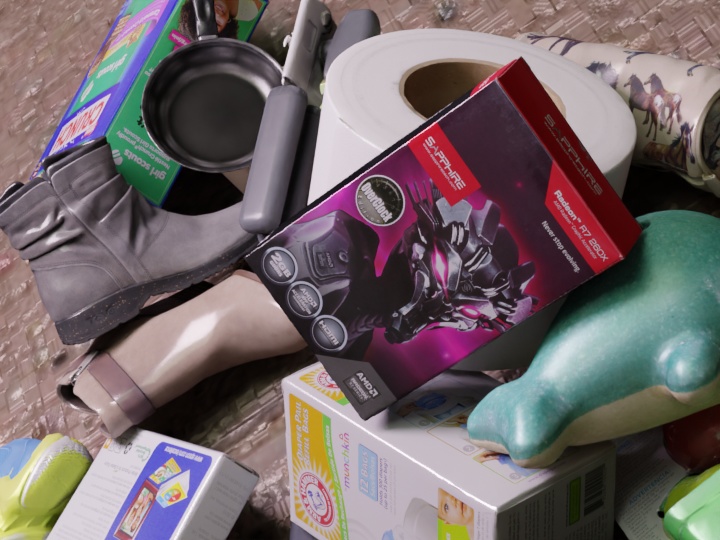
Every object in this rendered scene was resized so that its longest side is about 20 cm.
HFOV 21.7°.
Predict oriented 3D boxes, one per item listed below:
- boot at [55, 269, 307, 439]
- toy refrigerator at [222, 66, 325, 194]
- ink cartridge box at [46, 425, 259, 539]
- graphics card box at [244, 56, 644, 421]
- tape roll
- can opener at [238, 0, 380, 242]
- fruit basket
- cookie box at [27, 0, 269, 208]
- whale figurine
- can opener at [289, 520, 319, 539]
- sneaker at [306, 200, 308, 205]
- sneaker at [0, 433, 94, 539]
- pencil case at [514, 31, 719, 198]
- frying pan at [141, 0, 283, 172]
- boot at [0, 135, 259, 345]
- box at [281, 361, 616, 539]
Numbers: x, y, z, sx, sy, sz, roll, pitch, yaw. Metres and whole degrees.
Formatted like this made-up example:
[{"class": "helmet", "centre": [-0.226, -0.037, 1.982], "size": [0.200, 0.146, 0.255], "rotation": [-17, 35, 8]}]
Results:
[{"class": "boot", "centre": [-0.132, 0.067, 1.363], "size": [0.146, 0.070, 0.200], "rotation": [-40, 21, -24]}, {"class": "toy refrigerator", "centre": [-0.017, -0.118, 1.435], "size": [0.199, 0.070, 0.076], "rotation": [-8, 56, 32]}, {"class": "ink cartridge box", "centre": [-0.170, 0.207, 1.294], "size": [0.197, 0.047, 0.201], "rotation": [6, 65, 61]}, {"class": "graphics card box", "centre": [0.045, -0.015, 1.080], "size": [0.200, 0.126, 0.051], "rotation": [-33, 7, 28]}, {"class": "tape roll", "centre": [0.067, -0.050, 1.209], "size": [0.201, 0.140, 0.203], "rotation": [7, 33, -5]}, {"class": "can opener", "centre": [-0.040, -0.112, 1.365], "size": [0.066, 0.053, 0.201], "rotation": [0, 63, 35]}, {"class": "fruit basket", "centre": [0.233, 0.108, 1.102], "size": [0.185, 0.094, 0.200], "rotation": [-40, 30, 5]}, {"class": "cookie box", "centre": [-0.176, -0.138, 1.516], "size": [0.171, 0.075, 0.201], "rotation": [-14, 48, 61]}, {"class": "whale figurine", "centre": [0.149, 0.037, 1.080], "size": [0.199, 0.104, 0.159], "rotation": [-28, 19, -16]}, {"class": "can opener", "centre": [-0.028, 0.212, 1.215], "size": [0.078, 0.063, 0.201], "rotation": [-20, 51, 24]}, {"class": "sneaker", "centre": [0.000, 0.000, 1.338], "size": [0.098, 0.071, 0.200], "rotation": [-43, 46, 0]}, {"class": "sneaker", "centre": [-0.278, 0.208, 1.404], "size": [0.105, 0.076, 0.200], "rotation": [11, 60, 53]}, {"class": "pencil case", "centre": [0.181, -0.105, 1.278], "size": [0.199, 0.078, 0.090], "rotation": [19, 80, 43]}, {"class": "frying pan", "centre": [-0.126, -0.151, 1.423], "size": [0.115, 0.031, 0.190], "rotation": [-28, 69, -13]}, {"class": "boot", "centre": [-0.164, -0.044, 1.389], "size": [0.199, 0.132, 0.070], "rotation": [-29, 9, -20]}, {"class": "box", "centre": [0.051, 0.132, 1.157], "size": [0.101, 0.113, 0.200], "rotation": [-22, 34, -34]}]
